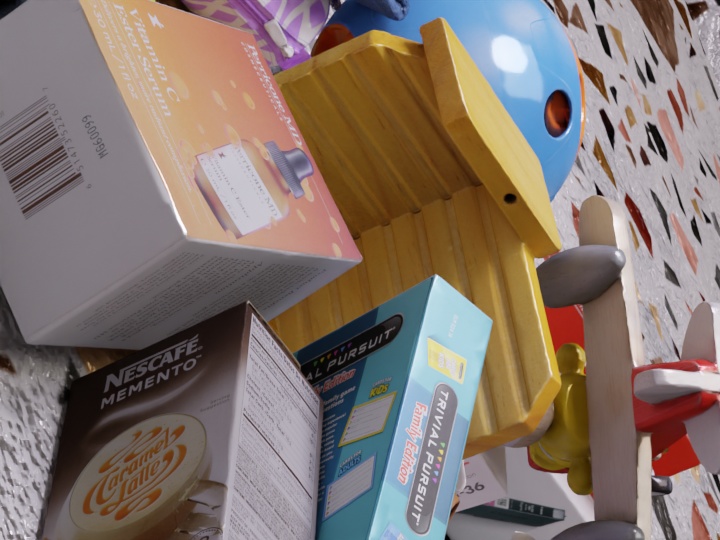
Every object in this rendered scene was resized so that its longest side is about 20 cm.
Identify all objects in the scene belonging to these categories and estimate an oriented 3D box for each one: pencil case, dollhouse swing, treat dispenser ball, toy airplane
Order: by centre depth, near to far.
[{"bbox_3d":[0.000,0.000,1.350,0.182,0.200,0.176,52,25,-37],"label":"dollhouse swing"},{"bbox_3d":[0.142,0.084,1.378,0.200,0.141,0.200,-107,-158,-57],"label":"toy airplane"},{"bbox_3d":[-0.095,-0.202,1.493,0.200,0.084,0.086,41,30,-49],"label":"pencil case"},{"bbox_3d":[0.057,-0.114,1.625,0.201,0.200,0.201,53,24,-36],"label":"treat dispenser ball"}]

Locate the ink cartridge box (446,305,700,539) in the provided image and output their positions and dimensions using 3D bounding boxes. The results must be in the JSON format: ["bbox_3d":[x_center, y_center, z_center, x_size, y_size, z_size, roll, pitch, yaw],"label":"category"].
[{"bbox_3d":[0.116,0.113,1.573,0.200,0.173,0.044,54,23,-34],"label":"ink cartridge box"}]

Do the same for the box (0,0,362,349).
[{"bbox_3d":[-0.111,-0.049,1.210,0.153,0.106,0.200,63,21,14],"label":"box"}]

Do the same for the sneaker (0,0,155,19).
[{"bbox_3d":[-0.183,-0.159,1.253,0.200,0.074,0.081,32,45,-47],"label":"sneaker"}]

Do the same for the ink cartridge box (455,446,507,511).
[{"bbox_3d":[0.024,0.093,1.439,0.068,0.116,0.200,55,23,-38],"label":"ink cartridge box"}]

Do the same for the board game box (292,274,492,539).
[{"bbox_3d":[-0.016,0.116,1.180,0.047,0.151,0.200,38,45,-24],"label":"board game box"}]

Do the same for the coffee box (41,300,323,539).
[{"bbox_3d":[-0.087,0.123,1.116,0.080,0.114,0.200,53,23,-31],"label":"coffee box"}]

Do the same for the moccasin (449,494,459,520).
[{"bbox_3d":[0.009,0.183,1.226,0.078,0.074,0.202,22,36,0],"label":"moccasin"}]

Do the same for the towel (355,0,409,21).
[{"bbox_3d":[-0.044,-0.241,1.566,0.200,0.049,0.112,34,-6,42],"label":"towel"}]
